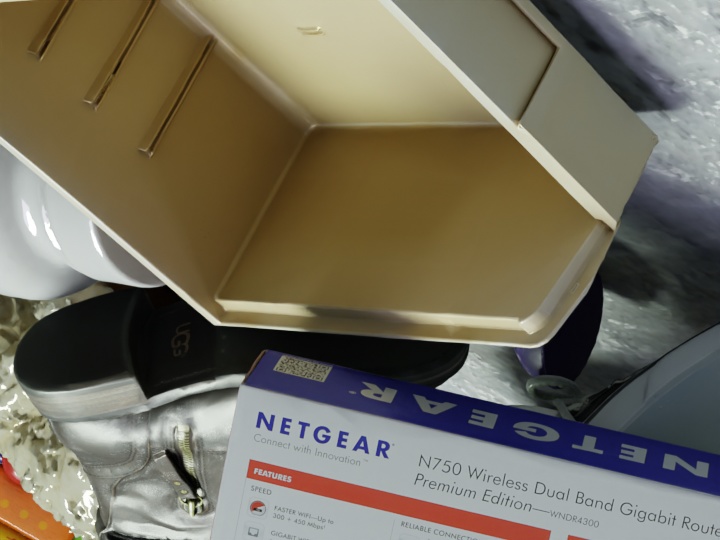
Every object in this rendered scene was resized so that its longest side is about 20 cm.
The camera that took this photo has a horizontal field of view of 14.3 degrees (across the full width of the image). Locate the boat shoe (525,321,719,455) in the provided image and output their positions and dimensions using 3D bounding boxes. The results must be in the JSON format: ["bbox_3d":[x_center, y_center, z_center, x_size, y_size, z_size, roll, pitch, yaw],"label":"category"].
[{"bbox_3d":[0.094,0.074,1.094,0.074,0.199,0.068,34,-162,-33],"label":"boat shoe"}]

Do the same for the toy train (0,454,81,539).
[{"bbox_3d":[-0.230,0.152,1.738,0.200,0.116,0.085,31,159,-10],"label":"toy train"}]

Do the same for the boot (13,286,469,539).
[{"bbox_3d":[-0.035,0.080,1.164,0.200,0.069,0.174,-5,134,18],"label":"boot"}]

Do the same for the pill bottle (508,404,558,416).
[{"bbox_3d":[0.050,0.160,1.187,0.116,0.200,0.116,13,133,14],"label":"pill bottle"}]

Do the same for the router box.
[{"bbox_3d":[0.040,0.140,1.045,0.200,0.180,0.049,14,-165,5],"label":"router box"}]

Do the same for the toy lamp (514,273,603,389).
[{"bbox_3d":[0.000,0.000,1.165,0.200,0.058,0.058,16,157,28],"label":"toy lamp"}]

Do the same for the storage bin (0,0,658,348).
[{"bbox_3d":[-0.033,-0.068,0.986,0.198,0.094,0.200,3,148,50],"label":"storage bin"}]

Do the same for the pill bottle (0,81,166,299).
[{"bbox_3d":[-0.152,-0.049,1.159,0.200,0.111,0.111,11,154,38],"label":"pill bottle"}]

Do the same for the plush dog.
[{"bbox_3d":[-0.125,0.052,1.294,0.172,0.161,0.200,41,-168,37],"label":"plush dog"}]
